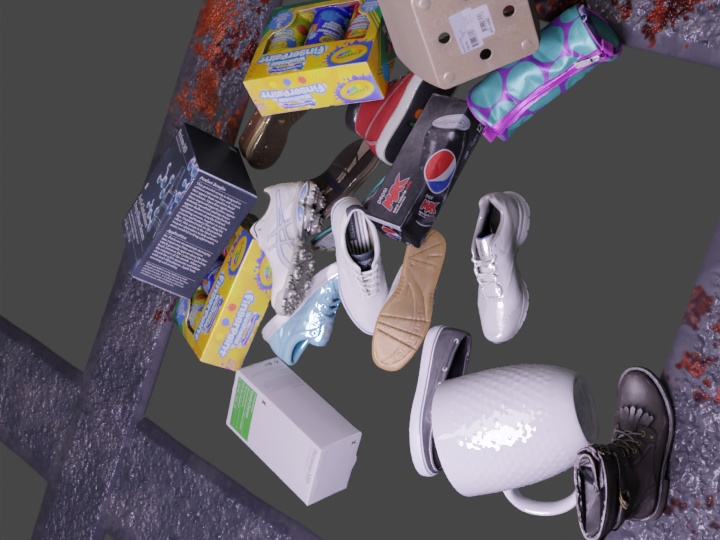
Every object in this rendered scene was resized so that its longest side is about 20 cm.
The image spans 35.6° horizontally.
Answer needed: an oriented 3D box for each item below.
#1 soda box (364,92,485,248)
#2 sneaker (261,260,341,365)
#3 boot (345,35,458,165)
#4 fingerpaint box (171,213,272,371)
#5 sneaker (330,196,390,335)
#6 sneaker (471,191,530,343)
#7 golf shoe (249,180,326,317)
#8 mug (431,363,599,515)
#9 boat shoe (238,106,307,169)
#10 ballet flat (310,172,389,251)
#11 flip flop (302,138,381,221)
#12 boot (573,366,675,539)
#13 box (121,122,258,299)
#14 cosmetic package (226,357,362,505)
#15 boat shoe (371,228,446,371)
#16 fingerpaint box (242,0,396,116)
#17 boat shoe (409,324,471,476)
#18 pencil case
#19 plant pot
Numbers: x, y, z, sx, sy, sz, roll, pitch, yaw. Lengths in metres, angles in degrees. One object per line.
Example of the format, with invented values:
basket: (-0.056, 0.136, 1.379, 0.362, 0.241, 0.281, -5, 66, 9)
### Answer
soda box: (0.089, -0.137, 1.517, 0.070, 0.063, 0.202, 20, 76, 37)
sneaker: (-0.057, 0.064, 1.646, 0.200, 0.074, 0.082, -45, 73, 30)
boot: (0.058, -0.267, 1.601, 0.201, 0.072, 0.144, -54, 45, 11)
fingerpaint box: (-0.202, 0.023, 1.708, 0.202, 0.073, 0.167, -65, 32, 11)
sneaker: (0.000, 0.000, 1.555, 0.072, 0.071, 0.202, -18, 105, -6)
sneaker: (0.172, -0.006, 1.461, 0.074, 0.087, 0.203, -4, 82, 35)
golf shoe: (-0.112, -0.031, 1.589, 0.096, 0.078, 0.203, 4, 67, 15)
mug: (0.206, 0.212, 1.383, 0.174, 0.148, 0.202, -17, 104, 27)
boat shoe: (-0.128, -0.256, 1.734, 0.068, 0.072, 0.201, 43, 106, 38)
ballet flat: (0.010, -0.069, 1.610, 0.200, 0.072, 0.073, -39, 62, 28)
flip flop: (-0.042, -0.115, 1.665, 0.200, 0.057, 0.081, -42, 55, 8)
boot: (0.296, 0.208, 1.279, 0.069, 0.173, 0.203, -7, 79, 36)
box: (-0.259, -0.089, 1.677, 0.201, 0.106, 0.149, -54, 33, 19)
cosmetic package: (-0.098, 0.228, 1.621, 0.199, 0.084, 0.109, 37, 126, 36)
boat shoe: (0.072, 0.042, 1.547, 0.070, 0.069, 0.202, 21, 89, 5)
fingerpaint box: (-0.050, -0.316, 1.613, 0.197, 0.074, 0.168, -4, 50, 25)
boat shoe: (0.116, 0.175, 1.496, 0.066, 0.070, 0.203, 1, 77, 39)
pencil case: (0.234, -0.254, 1.448, 0.199, 0.085, 0.093, -37, 36, 28)
plant pot: (0.126, -0.345, 1.400, 0.198, 0.201, 0.178, -22, 38, 4)
